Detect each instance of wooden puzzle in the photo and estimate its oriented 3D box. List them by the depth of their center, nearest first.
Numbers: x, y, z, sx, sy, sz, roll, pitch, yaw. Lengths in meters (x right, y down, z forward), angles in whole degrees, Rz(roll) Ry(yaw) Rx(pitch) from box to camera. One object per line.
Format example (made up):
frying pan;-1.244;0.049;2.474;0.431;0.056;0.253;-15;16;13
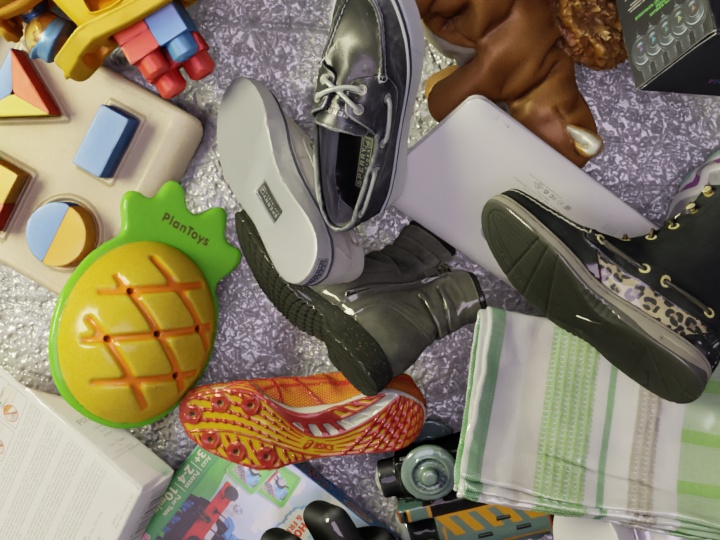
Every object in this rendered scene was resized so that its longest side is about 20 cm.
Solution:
wooden puzzle;-0.255;-0.086;1.166;0.199;0.046;0.186;29;96;1

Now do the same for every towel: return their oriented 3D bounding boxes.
towel;0.173;0.107;1.022;0.198;0.031;0.150;9;65;2

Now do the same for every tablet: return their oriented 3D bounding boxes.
tablet;0.121;-0.044;1.096;0.199;0.014;0.130;34;132;-21

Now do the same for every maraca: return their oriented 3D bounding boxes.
maraca;-0.171;0.028;1.142;0.137;0.107;0.201;31;76;-29

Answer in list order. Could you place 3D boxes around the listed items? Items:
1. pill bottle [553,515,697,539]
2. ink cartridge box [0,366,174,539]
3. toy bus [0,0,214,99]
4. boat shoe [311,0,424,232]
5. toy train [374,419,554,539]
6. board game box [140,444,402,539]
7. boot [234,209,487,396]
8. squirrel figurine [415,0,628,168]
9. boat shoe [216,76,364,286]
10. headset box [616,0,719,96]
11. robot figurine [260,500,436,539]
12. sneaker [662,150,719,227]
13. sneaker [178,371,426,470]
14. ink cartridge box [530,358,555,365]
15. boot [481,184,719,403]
pill bottle;0.247;0.183;1.084;0.199;0.112;0.113;-11;96;-31
ink cartridge box;-0.264;0.169;1.174;0.200;0.050;0.161;39;119;18
toy bus;-0.207;-0.213;1.109;0.199;0.136;0.193;-28;97;6
boat shoe;-0.004;-0.122;1.025;0.071;0.068;0.201;22;126;24
toy train;0.115;0.171;1.151;0.199;0.085;0.115;-15;104;5
board game box;-0.078;0.232;1.189;0.200;0.037;0.152;38;96;-1
boot;0.000;0.000;1.149;0.130;0.068;0.200;-36;66;-20
squirrel figurine;0.138;-0.171;1.085;0.199;0.142;0.187;-36;91;4
boat shoe;-0.052;-0.070;1.125;0.071;0.070;0.201;-51;51;31
headset box;0.273;-0.221;1.027;0.173;0.093;0.201;1;70;-27
robot figurine;-0.002;0.280;1.108;0.150;0.125;0.201;-25;96;22
sneaker;0.318;-0.073;1.081;0.200;0.140;0.078;-42;92;6
sneaker;-0.047;0.117;1.154;0.198;0.077;0.074;2;105;-4
ink cartridge box;0.224;0.088;1.113;0.198;0.119;0.042;8;101;3
boot;0.203;-0.016;1.046;0.203;0.074;0.154;40;61;13
